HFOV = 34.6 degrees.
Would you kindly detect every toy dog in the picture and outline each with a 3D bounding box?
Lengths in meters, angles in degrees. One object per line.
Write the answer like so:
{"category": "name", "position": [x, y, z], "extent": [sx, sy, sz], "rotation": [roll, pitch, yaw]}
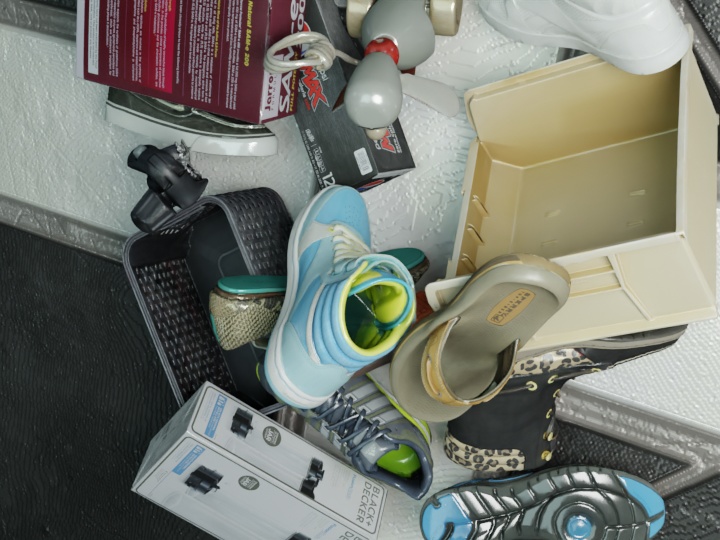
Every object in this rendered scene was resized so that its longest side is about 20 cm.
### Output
{"category": "toy dog", "position": [0.023, -0.160, 0.925], "extent": [0.131, 0.200, 0.097], "rotation": [18, 135, 28]}

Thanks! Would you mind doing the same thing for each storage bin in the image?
{"category": "storage bin", "position": [-0.117, 0.037, 1.074], "extent": [0.135, 0.094, 0.201], "rotation": [-24, 86, 30]}
{"category": "storage bin", "position": [0.155, -0.055, 0.843], "extent": [0.198, 0.201, 0.094], "rotation": [-12, 136, 30]}

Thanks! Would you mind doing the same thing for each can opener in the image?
{"category": "can opener", "position": [-0.189, -0.089, 1.052], "extent": [0.078, 0.200, 0.064], "rotation": [-35, 111, -6]}

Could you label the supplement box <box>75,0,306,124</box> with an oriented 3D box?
{"category": "supplement box", "position": [-0.147, -0.200, 0.982], "extent": [0.199, 0.061, 0.109], "rotation": [18, 114, 25]}

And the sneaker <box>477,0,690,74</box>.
{"category": "sneaker", "position": [0.144, -0.221, 0.844], "extent": [0.074, 0.116, 0.200], "rotation": [-47, 41, -11]}

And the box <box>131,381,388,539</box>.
{"category": "box", "position": [-0.089, 0.197, 1.038], "extent": [0.200, 0.060, 0.117], "rotation": [33, 129, -16]}

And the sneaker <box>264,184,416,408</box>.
{"category": "sneaker", "position": [0.000, 0.000, 0.885], "extent": [0.130, 0.079, 0.201], "rotation": [-33, 39, 47]}

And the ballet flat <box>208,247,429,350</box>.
{"category": "ballet flat", "position": [-0.034, 0.031, 0.992], "extent": [0.068, 0.199, 0.076], "rotation": [-145, 49, -60]}

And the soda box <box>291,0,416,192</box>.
{"category": "soda box", "position": [-0.024, -0.168, 0.999], "extent": [0.063, 0.071, 0.201], "rotation": [-21, 87, 34]}

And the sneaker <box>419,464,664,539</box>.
{"category": "sneaker", "position": [0.151, 0.195, 0.969], "extent": [0.199, 0.082, 0.074], "rotation": [-2, 90, 10]}

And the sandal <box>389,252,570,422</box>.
{"category": "sandal", "position": [0.078, 0.060, 0.796], "extent": [0.200, 0.080, 0.054], "rotation": [128, 152, -49]}

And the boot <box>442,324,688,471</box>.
{"category": "boot", "position": [0.156, 0.087, 0.933], "extent": [0.073, 0.199, 0.151], "rotation": [-112, 17, -45]}

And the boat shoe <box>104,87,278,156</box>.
{"category": "boat shoe", "position": [-0.161, -0.151, 1.080], "extent": [0.199, 0.071, 0.064], "rotation": [18, 108, 27]}

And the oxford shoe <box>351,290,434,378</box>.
{"category": "oxford shoe", "position": [0.068, 0.051, 0.946], "extent": [0.199, 0.071, 0.073], "rotation": [-24, 108, -3]}

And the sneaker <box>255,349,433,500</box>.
{"category": "sneaker", "position": [-0.004, 0.123, 0.976], "extent": [0.200, 0.081, 0.074], "rotation": [36, 101, -27]}
